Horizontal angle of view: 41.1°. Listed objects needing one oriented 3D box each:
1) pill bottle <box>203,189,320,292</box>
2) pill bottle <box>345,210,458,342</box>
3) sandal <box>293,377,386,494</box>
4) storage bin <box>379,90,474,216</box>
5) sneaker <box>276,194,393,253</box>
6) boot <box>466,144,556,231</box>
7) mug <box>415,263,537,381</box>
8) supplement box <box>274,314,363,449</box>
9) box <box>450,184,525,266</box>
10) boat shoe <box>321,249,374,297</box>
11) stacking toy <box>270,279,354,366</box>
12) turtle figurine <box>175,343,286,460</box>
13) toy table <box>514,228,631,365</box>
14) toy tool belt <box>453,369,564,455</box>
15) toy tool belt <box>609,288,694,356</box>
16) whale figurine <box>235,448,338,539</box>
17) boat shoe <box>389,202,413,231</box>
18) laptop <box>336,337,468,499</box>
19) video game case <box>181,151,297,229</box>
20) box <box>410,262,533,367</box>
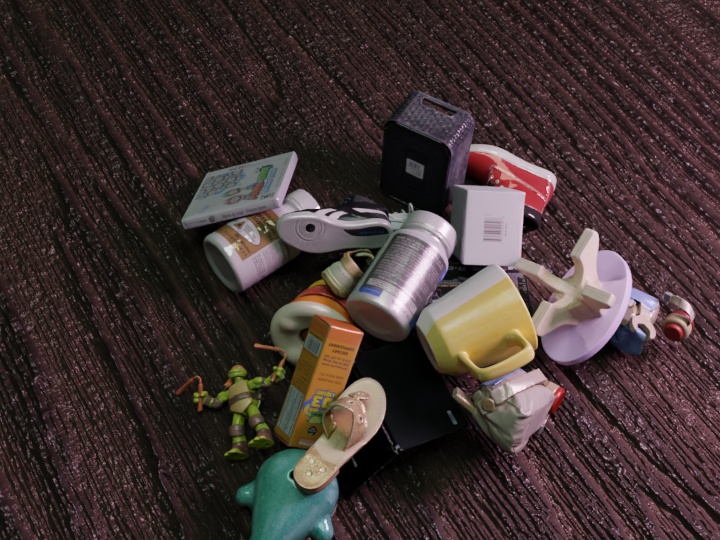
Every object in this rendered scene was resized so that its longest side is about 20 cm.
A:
[{"bbox_3d":[-0.165,-0.058,1.689,0.200,0.114,0.114,-34,62,-24],"label":"pill bottle"},{"bbox_3d":[0.072,0.006,1.549,0.114,0.114,0.200,26,62,16],"label":"pill bottle"},{"bbox_3d":[-0.024,0.224,1.389,0.078,0.070,0.212,28,56,16],"label":"sandal"},{"bbox_3d":[0.119,-0.210,1.758,0.135,0.200,0.094,27,57,16],"label":"storage bin"},{"bbox_3d":[-0.049,-0.086,1.668,0.200,0.073,0.112,3,31,-10],"label":"sneaker"},{"bbox_3d":[0.255,-0.151,1.804,0.200,0.072,0.144,22,57,9],"label":"boot"},{"bbox_3d":[0.172,0.086,1.466,0.153,0.187,0.150,-25,89,-6],"label":"mug"},{"bbox_3d":[-0.065,0.174,1.477,0.066,0.200,0.069,15,9,-31],"label":"supplement box"},{"bbox_3d":[0.214,-0.080,1.652,0.097,0.200,0.125,2,98,-2],"label":"box"},{"bbox_3d":[0.000,0.000,1.619,0.066,0.200,0.074,-40,87,17],"label":"boat shoe"},{"bbox_3d":[-0.057,0.060,1.616,0.146,0.146,0.200,13,39,7],"label":"stacking toy"},{"bbox_3d":[-0.194,0.215,1.521,0.200,0.064,0.162,-20,58,11],"label":"turtle figurine"},{"bbox_3d":[0.341,0.041,1.526,0.184,0.117,0.200,11,72,41],"label":"toy table"},{"bbox_3d":[0.228,0.192,1.480,0.123,0.125,0.200,29,22,23],"label":"toy tool belt"},{"bbox_3d":[0.438,0.088,1.595,0.200,0.125,0.123,24,43,24],"label":"toy tool belt"},{"bbox_3d":[-0.113,0.350,1.398,0.159,0.104,0.200,23,54,14],"label":"whale figurine"},{"bbox_3d":[0.072,-0.082,1.749,0.202,0.075,0.086,9,51,16],"label":"boat shoe"},{"bbox_3d":[0.033,0.227,1.502,0.103,0.200,0.177,13,39,-47],"label":"laptop"},{"bbox_3d":[-0.214,-0.146,1.728,0.182,0.024,0.200,-12,29,13],"label":"video game case"},{"bbox_3d":[0.184,0.075,1.623,0.200,0.086,0.164,-1,54,-3],"label":"box"}]
